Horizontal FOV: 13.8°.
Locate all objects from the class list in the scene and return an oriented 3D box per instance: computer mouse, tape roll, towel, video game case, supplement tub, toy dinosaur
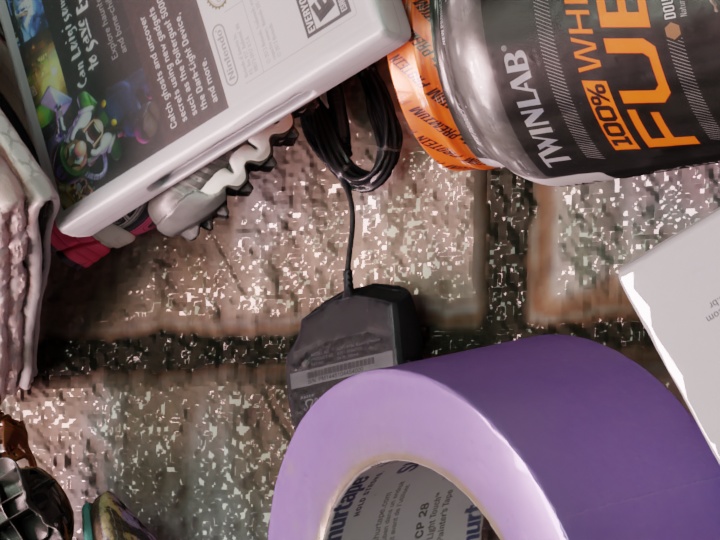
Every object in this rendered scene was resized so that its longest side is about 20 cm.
[{"bbox_3d":[0.000,0.000,1.249,0.059,0.034,0.200,-11,72,30],"label":"computer mouse"},{"bbox_3d":[0.055,0.128,1.120,0.200,0.085,0.200,17,111,51],"label":"tape roll"},{"bbox_3d":[-0.184,-0.061,1.282,0.032,0.200,0.191,-23,70,-18],"label":"towel"},{"bbox_3d":[-0.078,-0.140,1.202,0.182,0.023,0.200,-29,68,32],"label":"video game case"},{"bbox_3d":[0.118,-0.100,1.137,0.200,0.123,0.123,-10,79,29],"label":"supplement tub"},{"bbox_3d":[-0.161,0.117,1.259,0.102,0.136,0.200,-37,77,8],"label":"toy dinosaur"}]

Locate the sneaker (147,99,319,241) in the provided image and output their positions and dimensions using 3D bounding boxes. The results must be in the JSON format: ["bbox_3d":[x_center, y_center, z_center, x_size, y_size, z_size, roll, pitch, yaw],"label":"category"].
[{"bbox_3d":[-0.044,-0.109,1.231,0.090,0.066,0.200,33,86,-1],"label":"sneaker"}]

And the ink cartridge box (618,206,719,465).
[{"bbox_3d":[0.205,0.041,0.941,0.196,0.043,0.200,-32,84,37],"label":"ink cartridge box"}]

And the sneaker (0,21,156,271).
[{"bbox_3d":[-0.139,-0.099,1.316,0.075,0.081,0.200,-30,77,6],"label":"sneaker"}]

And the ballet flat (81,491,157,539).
[{"bbox_3d":[-0.071,0.189,1.251,0.072,0.072,0.200,-15,77,27],"label":"ballet flat"}]
